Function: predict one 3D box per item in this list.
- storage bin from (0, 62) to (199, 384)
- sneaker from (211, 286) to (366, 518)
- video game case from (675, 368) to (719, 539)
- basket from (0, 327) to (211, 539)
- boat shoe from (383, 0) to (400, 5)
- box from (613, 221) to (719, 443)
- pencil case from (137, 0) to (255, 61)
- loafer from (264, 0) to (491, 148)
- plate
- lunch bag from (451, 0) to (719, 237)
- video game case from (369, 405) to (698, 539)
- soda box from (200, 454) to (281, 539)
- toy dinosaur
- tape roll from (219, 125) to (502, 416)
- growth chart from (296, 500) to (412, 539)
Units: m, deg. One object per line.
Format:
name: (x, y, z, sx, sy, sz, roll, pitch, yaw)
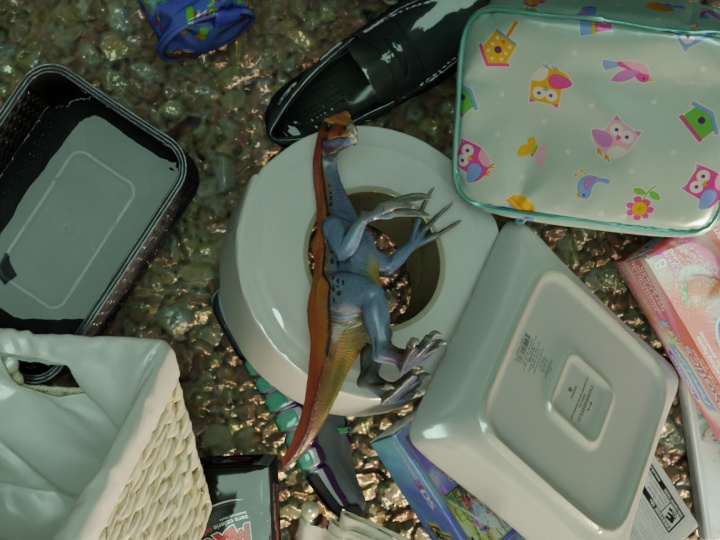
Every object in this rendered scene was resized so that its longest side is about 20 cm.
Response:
storage bin: (-0.223, -0.032, 0.856, 0.135, 0.094, 0.201, 33, 87, -1)
sneaker: (-0.031, 0.085, 0.874, 0.087, 0.074, 0.201, -29, 90, -8)
video game case: (0.341, 0.099, 0.913, 0.180, 0.024, 0.202, -8, 90, -2)
basket: (-0.219, 0.158, 0.741, 0.196, 0.201, 0.162, 2, 129, 15)
boat shoe: (0.043, -0.230, 0.887, 0.198, 0.061, 0.074, -7, 46, -3)
box: (0.285, 0.053, 0.854, 0.102, 0.095, 0.201, -31, 89, -3)
pencil case: (-0.147, -0.260, 0.868, 0.078, 0.087, 0.201, -23, 91, -36)
loafer: (0.017, -0.147, 0.853, 0.200, 0.070, 0.068, -29, 104, 17)
plate: (0.145, 0.092, 0.823, 0.200, 0.032, 0.200, 41, 57, -19)
lunch bag: (0.159, -0.105, 0.800, 0.198, 0.077, 0.162, 10, 119, 16)
video game case: (0.130, 0.157, 0.856, 0.181, 0.045, 0.201, -33, 90, -31)
soda box: (-0.090, 0.241, 0.867, 0.063, 0.071, 0.202, -3, 89, 1)
toy dinosaur: (-0.012, -0.008, 0.761, 0.199, 0.105, 0.182, -30, 66, -12)
tape roll: (0.000, 0.000, 0.844, 0.201, 0.071, 0.204, 5, 73, -16)
growth chart: (0.030, 0.242, 0.833, 0.199, 0.018, 0.146, 14, 119, 27)
